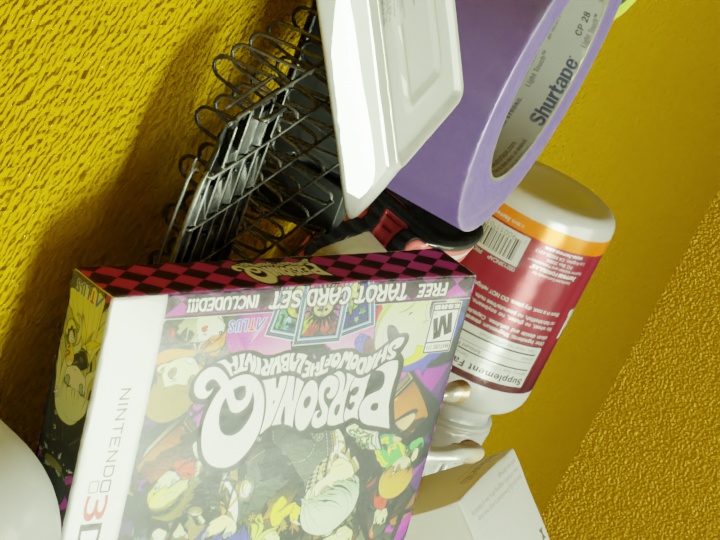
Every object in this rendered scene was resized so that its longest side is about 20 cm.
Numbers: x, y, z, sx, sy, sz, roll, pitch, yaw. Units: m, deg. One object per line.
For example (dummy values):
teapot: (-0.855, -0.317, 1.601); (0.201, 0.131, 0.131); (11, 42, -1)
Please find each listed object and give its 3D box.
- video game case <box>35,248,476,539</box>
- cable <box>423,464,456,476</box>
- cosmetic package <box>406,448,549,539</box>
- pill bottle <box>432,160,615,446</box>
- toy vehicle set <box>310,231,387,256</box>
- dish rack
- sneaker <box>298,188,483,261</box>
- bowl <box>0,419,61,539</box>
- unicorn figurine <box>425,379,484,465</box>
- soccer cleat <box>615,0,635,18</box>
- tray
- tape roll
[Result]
video game case: (-0.052, 0.081, 1.032); (0.200, 0.036, 0.182); (-3, 117, -39)
cable: (0.036, 0.152, 1.820); (0.200, 0.069, 0.200); (-50, 165, -41)
cosmetic package: (0.014, 0.194, 1.547); (0.200, 0.081, 0.113); (-22, -175, 25)
pill bottle: (0.087, 0.025, 1.628); (0.200, 0.113, 0.113); (-63, 167, 18)
toy vehicle set: (-0.045, 0.034, 1.162); (0.124, 0.027, 0.200); (-40, 178, 8)
dish rack: (-0.045, -0.052, 1.071); (0.200, 0.054, 0.154); (-40, 155, -53)
sneaker: (0.000, 0.000, 1.370); (0.087, 0.074, 0.200); (-52, 170, 32)
bowl: (-0.175, 0.143, 0.911); (0.201, 0.090, 0.201); (-56, 166, -21)
unicorn figurine: (-0.004, 0.077, 1.188); (0.200, 0.074, 0.137); (-30, 162, 38)
soccer cleat: (0.183, -0.243, 1.508); (0.084, 0.065, 0.200); (-43, 158, -60)
tray: (0.015, -0.130, 1.025); (0.107, 0.022, 0.200); (-49, 141, -44)
tape roll: (0.071, -0.128, 1.281); (0.200, 0.085, 0.200); (-56, 168, -18)
